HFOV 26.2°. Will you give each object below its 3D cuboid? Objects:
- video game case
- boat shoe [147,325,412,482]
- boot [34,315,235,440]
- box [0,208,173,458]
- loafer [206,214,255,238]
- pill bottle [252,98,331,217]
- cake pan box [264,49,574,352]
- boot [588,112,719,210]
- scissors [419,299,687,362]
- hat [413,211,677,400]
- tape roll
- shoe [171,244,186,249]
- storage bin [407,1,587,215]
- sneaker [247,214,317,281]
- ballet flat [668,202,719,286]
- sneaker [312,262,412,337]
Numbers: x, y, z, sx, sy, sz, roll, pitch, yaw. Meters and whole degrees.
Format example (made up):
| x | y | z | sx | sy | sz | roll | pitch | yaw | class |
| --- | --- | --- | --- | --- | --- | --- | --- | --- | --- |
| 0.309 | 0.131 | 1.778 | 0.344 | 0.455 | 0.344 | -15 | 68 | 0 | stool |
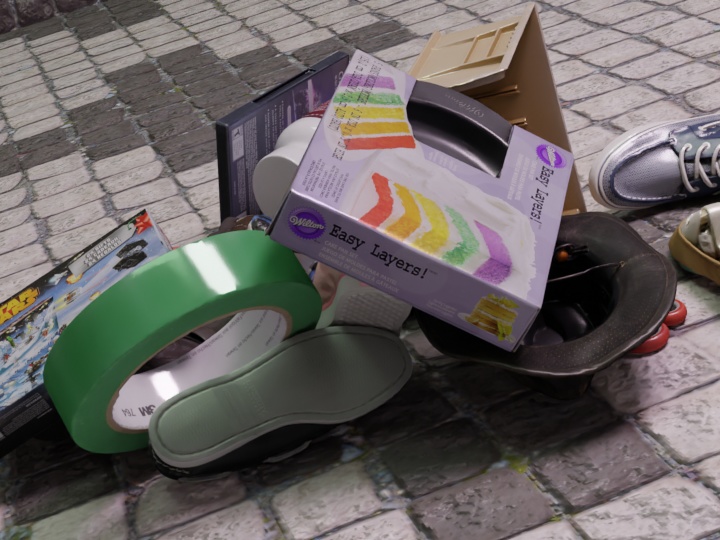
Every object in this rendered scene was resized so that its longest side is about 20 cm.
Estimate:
| x | y | z | sx | sy | sz | roll | pitch | yaw | class |
| --- | --- | --- | --- | --- | --- | --- | --- | --- | --- |
| -0.075 | -0.123 | 1.576 | 0.019 | 0.144 | 0.200 | 20 | 38 | 28 | video game case |
| -0.059 | 0.097 | 1.123 | 0.199 | 0.076 | 0.060 | -14 | -24 | -13 | boat shoe |
| -0.188 | 0.077 | 1.285 | 0.199 | 0.070 | 0.174 | 6 | 25 | 36 | boot |
| -0.224 | 0.048 | 1.188 | 0.199 | 0.040 | 0.137 | -33 | 35 | 0 | box |
| -0.097 | -0.013 | 1.404 | 0.071 | 0.073 | 0.200 | -13 | 20 | 6 | loafer |
| -0.014 | -0.116 | 1.551 | 0.112 | 0.114 | 0.200 | 3 | 27 | 39 | pill bottle |
| 0.049 | -0.054 | 1.071 | 0.183 | 0.052 | 0.200 | 27 | 39 | -3 | cake pan box |
| 0.302 | -0.098 | 1.342 | 0.199 | 0.073 | 0.090 | -20 | 16 | -13 | boot |
| 0.147 | 0.048 | 1.178 | 0.199 | 0.014 | 0.073 | -7 | 25 | 24 | scissors |
| 0.132 | 0.039 | 1.103 | 0.199 | 0.081 | 0.201 | -8 | 32 | 5 | hat |
| -0.123 | 0.053 | 1.093 | 0.200 | 0.201 | 0.048 | -29 | 69 | -12 | tape roll |
| -0.225 | 0.018 | 1.347 | 0.199 | 0.072 | 0.091 | -16 | -11 | 42 | shoe |
| 0.113 | -0.090 | 1.280 | 0.093 | 0.201 | 0.199 | -10 | 22 | 18 | storage bin |
| -0.066 | 0.001 | 1.313 | 0.075 | 0.077 | 0.200 | 30 | 5 | 16 | sneaker |
| 0.285 | -0.020 | 1.178 | 0.068 | 0.063 | 0.200 | -17 | 21 | -5 | ballet flat |
| 0.000 | 0.000 | 1.170 | 0.075 | 0.105 | 0.200 | 8 | -21 | -11 | sneaker |
